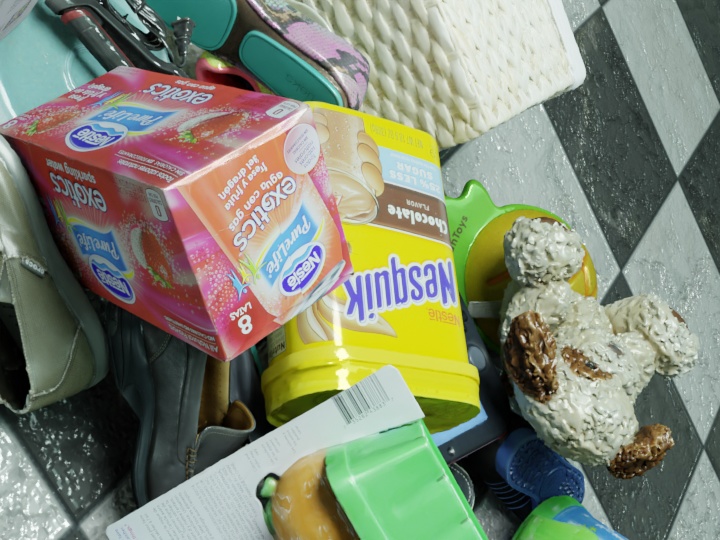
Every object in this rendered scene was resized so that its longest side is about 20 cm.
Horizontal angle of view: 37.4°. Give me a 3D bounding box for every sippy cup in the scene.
[{"bbox_3d":[0.200,0.277,0.892,0.176,0.129,0.142,11,95,-49],"label":"sippy cup"}]

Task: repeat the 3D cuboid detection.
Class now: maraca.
[{"bbox_3d":[0.135,0.003,0.968,0.198,0.107,0.139,28,79,-24],"label":"maraca"}]

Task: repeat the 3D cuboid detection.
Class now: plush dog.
[{"bbox_3d":[0.165,0.080,0.848,0.199,0.161,0.173,36,24,-13],"label":"plush dog"}]

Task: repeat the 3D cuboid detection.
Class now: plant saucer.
[{"bbox_3d":[-0.183,-0.122,0.694,0.198,0.036,0.204,21,62,-44],"label":"plant saucer"}]

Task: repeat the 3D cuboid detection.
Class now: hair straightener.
[{"bbox_3d":[-0.143,-0.143,0.699,0.200,0.041,0.078,45,47,-24],"label":"hair straightener"}]

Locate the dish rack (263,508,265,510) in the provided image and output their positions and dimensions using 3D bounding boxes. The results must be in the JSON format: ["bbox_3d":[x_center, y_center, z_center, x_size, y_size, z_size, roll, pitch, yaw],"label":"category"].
[{"bbox_3d":[0.010,0.220,0.714,0.152,0.055,0.202,-30,117,-10],"label":"dish rack"}]

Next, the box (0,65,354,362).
[{"bbox_3d":[-0.106,-0.040,0.585,0.095,0.198,0.101,-34,124,-29],"label":"box"}]

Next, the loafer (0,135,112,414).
[{"bbox_3d":[-0.212,-0.007,0.590,0.202,0.074,0.070,60,38,-16],"label":"loafer"}]

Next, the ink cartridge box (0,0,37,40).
[{"bbox_3d":[-0.234,-0.226,0.537,0.200,0.175,0.084,45,48,-15],"label":"ink cartridge box"}]

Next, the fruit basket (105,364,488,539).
[{"bbox_3d":[-0.022,0.180,0.637,0.187,0.198,0.094,59,8,-10],"label":"fruit basket"}]

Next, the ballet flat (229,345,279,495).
[{"bbox_3d":[-0.083,0.094,0.718,0.073,0.072,0.203,-37,109,-48],"label":"ballet flat"}]

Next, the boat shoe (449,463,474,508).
[{"bbox_3d":[0.032,0.164,0.824,0.198,0.062,0.076,25,57,-43],"label":"boat shoe"}]

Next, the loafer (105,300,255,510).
[{"bbox_3d":[-0.100,0.100,0.652,0.073,0.071,0.204,-63,147,-65],"label":"loafer"}]

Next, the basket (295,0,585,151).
[{"bbox_3d":[0.041,-0.191,0.857,0.160,0.196,0.203,-35,104,-44],"label":"basket"}]

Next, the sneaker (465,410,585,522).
[{"bbox_3d":[0.141,0.173,0.945,0.070,0.078,0.201,-45,141,-10],"label":"sneaker"}]

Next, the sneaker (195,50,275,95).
[{"bbox_3d":[-0.058,-0.096,0.809,0.090,0.078,0.202,-44,105,-38],"label":"sneaker"}]

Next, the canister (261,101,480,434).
[{"bbox_3d":[0.000,0.000,0.718,0.146,0.086,0.204,10,62,-34],"label":"canister"}]

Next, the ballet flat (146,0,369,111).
[{"bbox_3d":[-0.078,-0.178,0.746,0.198,0.069,0.072,34,48,-7],"label":"ballet flat"}]

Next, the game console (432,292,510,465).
[{"bbox_3d":[0.028,0.063,0.800,0.198,0.031,0.180,-14,80,-50],"label":"game console"}]
